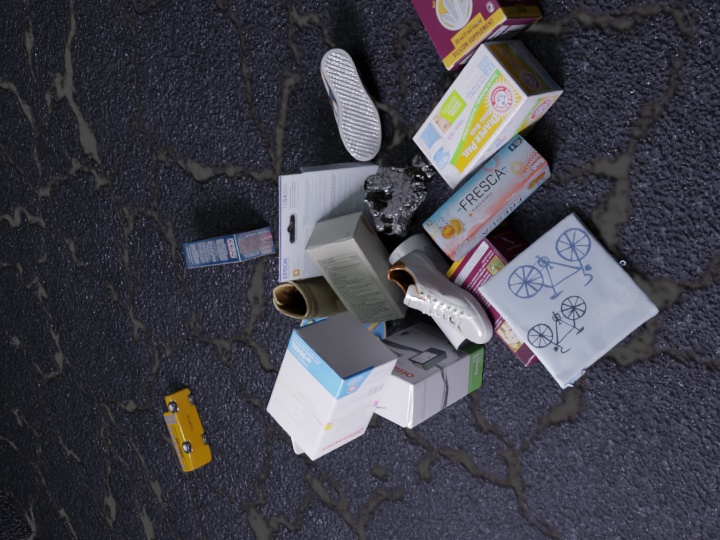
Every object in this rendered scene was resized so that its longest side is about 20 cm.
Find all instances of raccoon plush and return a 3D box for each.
[{"bbox_3d":[0.096,-0.126,1.430,0.199,0.134,0.097,-22,70,15],"label":"raccoon plush"}]

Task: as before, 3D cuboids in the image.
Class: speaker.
[{"bbox_3d":[0.137,0.035,1.421,0.200,0.081,0.081,53,133,17],"label":"speaker"}]

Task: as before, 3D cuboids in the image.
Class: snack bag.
[{"bbox_3d":[0.304,0.040,1.212,0.200,0.188,0.021,51,178,21],"label":"snack bag"}]

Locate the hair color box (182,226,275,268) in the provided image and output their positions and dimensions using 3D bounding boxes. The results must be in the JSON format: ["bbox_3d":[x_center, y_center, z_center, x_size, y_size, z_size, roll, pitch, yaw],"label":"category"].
[{"bbox_3d":[-0.285,-0.049,1.794,0.199,0.100,0.061,-5,99,45],"label":"hair color box"}]

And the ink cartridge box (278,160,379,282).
[{"bbox_3d":[-0.062,-0.089,1.490,0.043,0.198,0.198,36,128,55],"label":"ink cartridge box"}]

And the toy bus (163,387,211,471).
[{"bbox_3d":[-0.447,0.407,2.137,0.078,0.065,0.202,-19,91,48],"label":"toy bus"}]

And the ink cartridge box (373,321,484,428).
[{"bbox_3d":[0.095,0.173,1.423,0.145,0.199,0.085,20,117,38],"label":"ink cartridge box"}]

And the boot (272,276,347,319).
[{"bbox_3d":[-0.109,0.032,1.561,0.200,0.155,0.073,42,115,36],"label":"boot"}]

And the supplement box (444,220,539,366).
[{"bbox_3d":[0.243,0.033,1.310,0.200,0.085,0.111,50,132,21],"label":"supplement box"}]

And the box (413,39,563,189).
[{"bbox_3d":[0.190,-0.234,1.260,0.113,0.101,0.200,53,134,17],"label":"box"}]

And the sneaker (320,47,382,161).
[{"bbox_3d":[-0.015,-0.295,1.465,0.079,0.078,0.201,-105,-3,-70],"label":"sneaker"}]

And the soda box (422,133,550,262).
[{"bbox_3d":[0.190,-0.107,1.257,0.200,0.064,0.068,-43,69,4],"label":"soda box"}]

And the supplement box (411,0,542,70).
[{"bbox_3d":[0.154,-0.419,1.231,0.131,0.103,0.201,-36,78,46],"label":"supplement box"}]

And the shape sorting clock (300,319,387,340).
[{"bbox_3d":[-0.038,0.127,1.600,0.198,0.039,0.202,-10,69,26],"label":"shape sorting clock"}]

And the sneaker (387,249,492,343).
[{"bbox_3d":[0.119,0.055,1.328,0.200,0.084,0.073,43,142,27],"label":"sneaker"}]

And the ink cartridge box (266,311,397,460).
[{"bbox_3d":[-0.053,0.192,1.339,0.125,0.128,0.201,41,126,29],"label":"ink cartridge box"}]

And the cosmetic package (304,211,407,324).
[{"bbox_3d":[0.000,0.000,1.467,0.104,0.071,0.201,-10,130,29],"label":"cosmetic package"}]
